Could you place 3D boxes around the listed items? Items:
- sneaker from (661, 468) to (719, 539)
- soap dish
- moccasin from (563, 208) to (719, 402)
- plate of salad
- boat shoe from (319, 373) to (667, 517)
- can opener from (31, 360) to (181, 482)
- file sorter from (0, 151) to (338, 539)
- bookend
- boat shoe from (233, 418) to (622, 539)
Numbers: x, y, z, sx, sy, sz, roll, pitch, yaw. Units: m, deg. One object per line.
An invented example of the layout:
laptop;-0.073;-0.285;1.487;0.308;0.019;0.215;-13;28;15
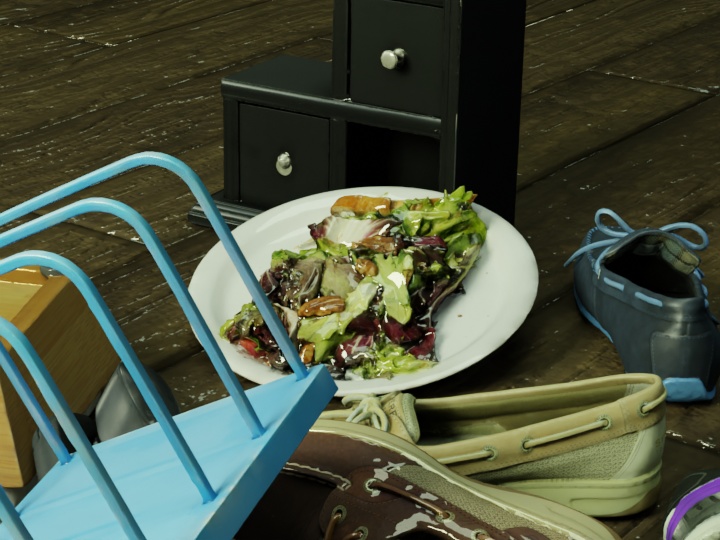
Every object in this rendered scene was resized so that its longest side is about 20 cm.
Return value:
sneaker;0.228;0.107;0.834;0.200;0.070;0.100;1;19;-2
soap dish;-0.235;0.046;0.946;0.199;0.081;0.157;6;22;9
moccasin;0.171;0.007;1.085;0.080;0.068;0.200;-2;22;-10
plate of salad;0.000;0.000;1.075;0.199;0.048;0.200;-4;36;3
boat shoe;0.044;0.078;0.905;0.200;0.063;0.073;2;21;2
can opener;-0.103;0.115;0.809;0.063;0.079;0.200;4;29;-17
file sorter;-0.123;0.059;0.684;0.139;0.123;0.200;-20;16;28
bookend;-0.004;-0.117;1.212;0.198;0.201;0.092;14;24;27
boat shoe;0.011;0.118;0.798;0.200;0.072;0.072;17;24;20
